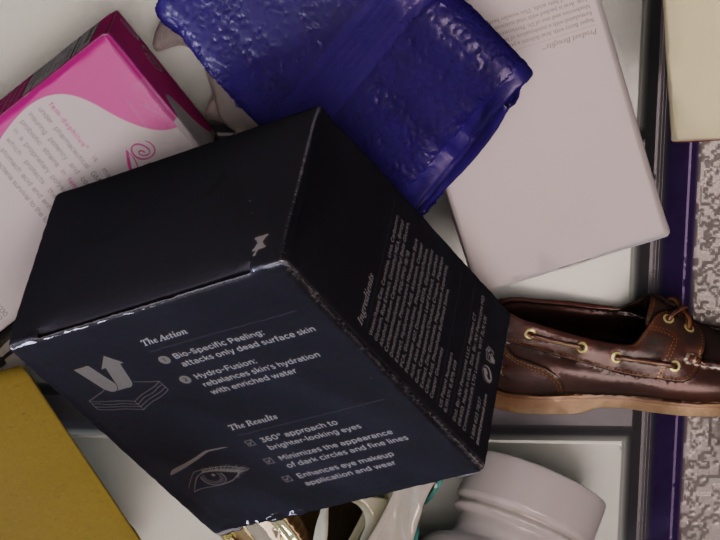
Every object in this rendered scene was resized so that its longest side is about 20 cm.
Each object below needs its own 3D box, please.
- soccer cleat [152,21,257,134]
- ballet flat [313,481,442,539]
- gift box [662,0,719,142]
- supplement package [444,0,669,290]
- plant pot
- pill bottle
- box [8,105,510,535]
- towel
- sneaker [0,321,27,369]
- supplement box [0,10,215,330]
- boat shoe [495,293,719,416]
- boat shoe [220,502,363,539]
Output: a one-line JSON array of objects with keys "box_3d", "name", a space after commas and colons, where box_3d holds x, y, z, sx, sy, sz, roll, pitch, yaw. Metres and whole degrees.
[{"box_3d": [-0.040, -0.099, 1.733, 0.086, 0.070, 0.200, -40, 100, 24], "name": "soccer cleat"}, {"box_3d": [0.014, 0.136, 1.750, 0.069, 0.069, 0.201, 25, 72, -8], "name": "ballet flat"}, {"box_3d": [0.267, -0.188, 1.658, 0.199, 0.185, 0.188, -5, 106, 5], "name": "gift box"}, {"box_3d": [0.094, -0.108, 1.700, 0.121, 0.120, 0.201, -16, 103, 3], "name": "supplement package"}, {"box_3d": [-0.237, 0.166, 1.713, 0.176, 0.200, 0.200, -34, 88, -12], "name": "plant pot"}, {"box_3d": [0.074, 0.218, 1.759, 0.114, 0.114, 0.201, 25, 78, -8], "name": "pill bottle"}, {"box_3d": [-0.053, 0.033, 1.616, 0.196, 0.118, 0.200, -16, 134, 33], "name": "box"}, {"box_3d": [-0.008, -0.130, 1.626, 0.200, 0.050, 0.148, 45, 121, 6], "name": "towel"}, {"box_3d": [-0.121, 0.034, 1.750, 0.200, 0.076, 0.116, -31, 101, 3], "name": "sneaker"}, {"box_3d": [-0.193, -0.050, 1.714, 0.200, 0.103, 0.101, -37, 101, 8], "name": "supplement box"}, {"box_3d": [0.175, 0.050, 1.767, 0.199, 0.070, 0.071, 0, 108, -2], "name": "boat shoe"}, {"box_3d": [-0.054, 0.153, 1.790, 0.066, 0.074, 0.200, -29, 108, 36], "name": "boat shoe"}]
